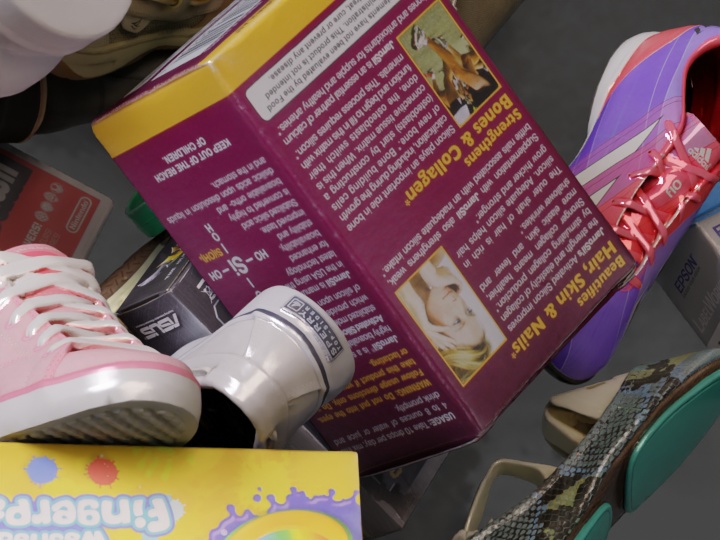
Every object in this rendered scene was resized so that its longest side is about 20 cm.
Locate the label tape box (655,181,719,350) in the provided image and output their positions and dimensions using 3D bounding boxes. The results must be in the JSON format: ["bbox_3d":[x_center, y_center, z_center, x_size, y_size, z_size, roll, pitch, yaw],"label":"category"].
[{"bbox_3d":[0.231,-0.008,1.460,0.143,0.066,0.200,-25,68,-25],"label":"label tape box"}]

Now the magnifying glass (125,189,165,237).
[{"bbox_3d":[-0.057,-0.082,1.397,0.022,0.080,0.200,44,38,-10],"label":"magnifying glass"}]

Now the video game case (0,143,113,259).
[{"bbox_3d":[-0.226,-0.030,1.365,0.199,0.017,0.143,28,44,-5],"label":"video game case"}]

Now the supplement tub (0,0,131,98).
[{"bbox_3d":[-0.210,-0.129,1.281,0.140,0.199,0.141,33,49,-47],"label":"supplement tub"}]

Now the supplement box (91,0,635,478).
[{"bbox_3d":[0.003,-0.032,1.287,0.131,0.103,0.200,-44,103,-37],"label":"supplement box"}]

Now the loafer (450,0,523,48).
[{"bbox_3d":[0.052,-0.149,1.502,0.069,0.075,0.201,10,57,-1],"label":"loafer"}]

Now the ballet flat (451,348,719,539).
[{"bbox_3d":[0.099,0.094,1.368,0.074,0.074,0.200,36,55,11],"label":"ballet flat"}]

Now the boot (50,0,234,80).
[{"bbox_3d":[-0.078,-0.181,1.388,0.073,0.156,0.200,39,31,11],"label":"boot"}]

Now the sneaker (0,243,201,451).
[{"bbox_3d":[-0.129,0.031,1.232,0.075,0.200,0.105,10,74,-28],"label":"sneaker"}]

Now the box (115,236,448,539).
[{"bbox_3d":[0.000,0.000,1.373,0.158,0.048,0.200,46,55,-18],"label":"box"}]

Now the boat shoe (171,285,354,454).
[{"bbox_3d":[-0.065,0.072,1.263,0.072,0.200,0.066,49,60,-3],"label":"boat shoe"}]

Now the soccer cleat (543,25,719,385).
[{"bbox_3d":[0.133,-0.037,1.404,0.068,0.073,0.201,43,56,-29],"label":"soccer cleat"}]

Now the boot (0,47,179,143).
[{"bbox_3d":[-0.162,-0.133,1.462,0.138,0.078,0.200,-3,48,-37],"label":"boot"}]

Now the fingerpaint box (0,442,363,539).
[{"bbox_3d":[-0.110,0.135,1.230,0.199,0.167,0.074,2,62,-10],"label":"fingerpaint box"}]

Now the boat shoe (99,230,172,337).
[{"bbox_3d":[-0.070,0.014,1.381,0.076,0.072,0.200,46,60,1],"label":"boat shoe"}]
